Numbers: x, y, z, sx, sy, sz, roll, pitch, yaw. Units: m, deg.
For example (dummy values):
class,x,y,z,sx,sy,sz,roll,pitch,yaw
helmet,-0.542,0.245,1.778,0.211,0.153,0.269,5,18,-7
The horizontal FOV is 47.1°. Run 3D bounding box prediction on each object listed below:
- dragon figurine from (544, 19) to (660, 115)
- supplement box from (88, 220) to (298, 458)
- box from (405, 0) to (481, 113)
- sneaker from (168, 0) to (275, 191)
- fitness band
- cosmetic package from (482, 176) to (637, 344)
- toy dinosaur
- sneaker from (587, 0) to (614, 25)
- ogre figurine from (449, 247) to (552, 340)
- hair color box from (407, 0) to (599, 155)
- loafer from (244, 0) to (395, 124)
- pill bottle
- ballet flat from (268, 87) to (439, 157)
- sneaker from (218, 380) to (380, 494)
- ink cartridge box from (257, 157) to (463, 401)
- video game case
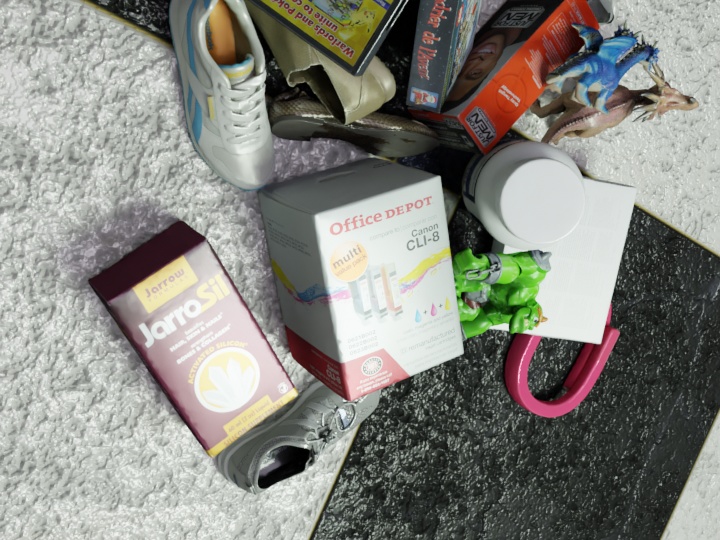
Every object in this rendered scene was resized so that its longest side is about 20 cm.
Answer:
class,x,y,z,sx,sy,sz,roll,pitch,yaw
dragon figurine,0.246,-0.224,0.863,0.200,0.059,0.100,2,116,-50
supplement box,-0.162,0.067,0.817,0.110,0.086,0.200,-35,118,-17
box,0.092,-0.275,0.802,0.200,0.038,0.137,96,16,-46
sneaker,-0.124,-0.166,0.776,0.076,0.081,0.200,-26,117,-23
fitness band,0.271,0.099,1.108,0.144,0.037,0.200,28,88,-30
cosmetic package,0.239,-0.019,1.018,0.151,0.052,0.200,9,100,-12
toy dinosaur,0.287,-0.192,0.973,0.200,0.136,0.086,-32,117,-18
sneaker,0.289,-0.357,0.973,0.200,0.075,0.116,-38,124,-4
ogre figurine,0.142,0.026,0.918,0.120,0.098,0.200,-12,134,-11
hair color box,0.157,-0.223,0.909,0.200,0.101,0.061,-49,122,-10
loafer,-0.055,-0.216,0.780,0.200,0.076,0.067,39,74,-10
pill bottle,0.172,-0.081,0.871,0.111,0.200,0.111,0,100,1
ballet flat,-0.004,-0.155,0.867,0.200,0.067,0.046,4,70,-28
sneaker,-0.054,0.188,0.915,0.200,0.082,0.075,-32,118,-18
ink cartridge box,0.000,0.000,0.856,0.145,0.145,0.200,-19,112,-23
video game case,-0.034,-0.296,0.694,0.200,0.026,0.181,37,113,6
